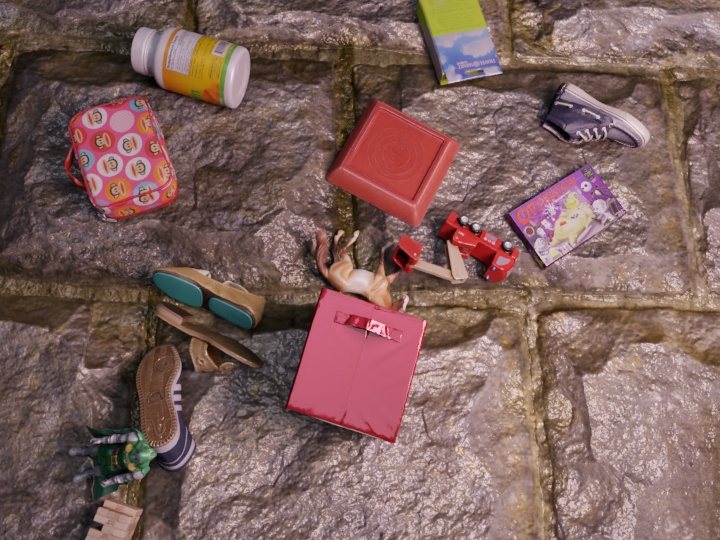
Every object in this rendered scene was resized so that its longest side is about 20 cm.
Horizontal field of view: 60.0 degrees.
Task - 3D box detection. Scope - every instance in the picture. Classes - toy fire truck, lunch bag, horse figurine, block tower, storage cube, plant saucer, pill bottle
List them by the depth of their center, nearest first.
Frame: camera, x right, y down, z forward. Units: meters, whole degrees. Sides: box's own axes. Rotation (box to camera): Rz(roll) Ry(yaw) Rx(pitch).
[{"bbox_3d":[-0.392,0.447,0.916,0.057,0.054,0.203,17,71,2],"label":"block tower"},{"bbox_3d":[-0.006,0.149,0.969,0.168,0.200,0.183,17,78,1],"label":"storage cube"},{"bbox_3d":[0.000,0.000,1.090,0.197,0.050,0.134,21,67,-1],"label":"horse figurine"},{"bbox_3d":[0.168,-0.026,1.091,0.198,0.049,0.142,31,57,5],"label":"toy fire truck"},{"bbox_3d":[-0.429,-0.195,1.102,0.173,0.082,0.203,-19,75,-9],"label":"lunch bag"},{"bbox_3d":[-0.314,-0.381,1.154,0.197,0.111,0.113,16,72,1],"label":"pill bottle"},{"bbox_3d":[0.065,-0.213,1.169,0.198,0.037,0.202,28,72,5],"label":"plant saucer"}]

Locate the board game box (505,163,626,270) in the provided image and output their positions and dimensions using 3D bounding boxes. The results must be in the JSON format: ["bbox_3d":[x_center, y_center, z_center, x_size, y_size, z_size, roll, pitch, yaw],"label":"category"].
[{"bbox_3d":[0.384,-0.102,1.163,0.198,0.032,0.121,-32,73,-13],"label":"board game box"}]

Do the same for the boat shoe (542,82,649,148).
[{"bbox_3d":[0.447,-0.271,1.204,0.199,0.075,0.093,34,80,15],"label":"boat shoe"}]

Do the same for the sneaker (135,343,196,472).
[{"bbox_3d":[-0.307,0.221,0.994,0.069,0.110,0.202,-13,44,-6],"label":"sneaker"}]

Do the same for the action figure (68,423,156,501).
[{"bbox_3d":[-0.359,0.274,0.911,0.054,0.198,0.120,-7,79,-52],"label":"action figure"}]

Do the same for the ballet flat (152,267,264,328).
[{"bbox_3d":[-0.254,0.037,1.061,0.197,0.069,0.063,26,44,2],"label":"ballet flat"}]

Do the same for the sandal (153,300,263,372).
[{"bbox_3d":[-0.259,0.132,1.028,0.210,0.078,0.070,30,92,11],"label":"sandal"}]

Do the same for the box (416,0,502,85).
[{"bbox_3d":[0.197,-0.459,1.250,0.120,0.048,0.203,-13,74,-7],"label":"box"}]
